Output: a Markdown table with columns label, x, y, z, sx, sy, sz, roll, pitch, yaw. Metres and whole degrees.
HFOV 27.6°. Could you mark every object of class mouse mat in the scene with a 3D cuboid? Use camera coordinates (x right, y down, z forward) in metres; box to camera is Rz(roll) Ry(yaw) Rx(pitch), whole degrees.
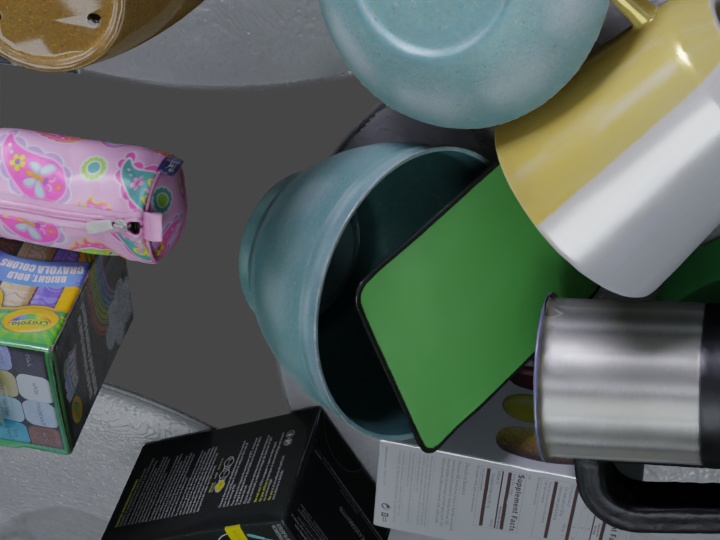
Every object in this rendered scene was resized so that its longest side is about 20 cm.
| label | x | y | z | sx | sy | sz | roll | pitch | yaw |
| --- | --- | --- | --- | --- | --- | --- | --- | --- | --- |
| mouse mat | 0.087 | 0.012 | 1.002 | 0.008 | 0.200 | 0.162 | 25 | 148 | 46 |

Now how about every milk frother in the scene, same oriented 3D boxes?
| label | x | y | z | sx | sy | sz | roll | pitch | yaw |
| --- | --- | --- | --- | --- | --- | --- | --- | --- | --- |
| milk frother | 0.206 | 0.113 | 0.954 | 0.186 | 0.200 | 0.182 | 0 | 100 | 18 |

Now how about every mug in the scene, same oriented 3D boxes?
| label | x | y | z | sx | sy | sz | roll | pitch | yaw |
| --- | --- | --- | --- | --- | --- | --- | --- | --- | --- |
| mug | 0.173 | -0.093 | 0.894 | 0.186 | 0.150 | 0.153 | 23 | 130 | -35 |

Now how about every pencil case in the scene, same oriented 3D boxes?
| label | x | y | z | sx | sy | sz | roll | pitch | yaw |
| --- | --- | --- | --- | --- | --- | --- | --- | --- | --- |
| pencil case | -0.228 | -0.057 | 1.095 | 0.198 | 0.088 | 0.088 | 10 | 134 | 11 |

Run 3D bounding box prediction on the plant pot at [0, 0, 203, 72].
| label | x | y | z | sx | sy | sz | roll | pitch | yaw |
| --- | --- | --- | --- | --- | --- | --- | --- | --- | --- |
| plant pot | -0.155 | -0.198 | 0.839 | 0.185 | 0.201 | 0.188 | 3 | 125 | 4 |

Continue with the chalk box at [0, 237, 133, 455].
| label | x | y | z | sx | sy | sz | roll | pitch | yaw |
| --- | --- | --- | --- | --- | --- | --- | --- | --- | --- |
| chalk box | -0.268 | 0.055 | 1.131 | 0.123 | 0.201 | 0.125 | 10 | 134 | 9 |

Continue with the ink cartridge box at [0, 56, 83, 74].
| label | x | y | z | sx | sy | sz | roll | pitch | yaw |
| --- | --- | --- | --- | --- | --- | --- | --- | --- | --- |
| ink cartridge box | -0.287 | -0.197 | 1.018 | 0.198 | 0.039 | 0.100 | 9 | 134 | 11 |

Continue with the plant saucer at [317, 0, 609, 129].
| label | x | y | z | sx | sy | sz | roll | pitch | yaw |
| --- | --- | --- | --- | --- | --- | --- | --- | --- | --- |
| plant saucer | 0.048 | -0.180 | 0.861 | 0.200 | 0.039 | 0.203 | 9 | 109 | 28 |

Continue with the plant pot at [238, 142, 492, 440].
| label | x | y | z | sx | sy | sz | roll | pitch | yaw |
| --- | --- | --- | --- | --- | --- | --- | --- | --- | --- |
| plant pot | 0.000 | 0.000 | 1.020 | 0.134 | 0.200 | 0.201 | 20 | 144 | 43 |

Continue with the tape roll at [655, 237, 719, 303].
| label | x | y | z | sx | sy | sz | roll | pitch | yaw |
| --- | --- | --- | --- | --- | --- | --- | --- | --- | --- |
| tape roll | 0.308 | 0.058 | 1.058 | 0.199 | 0.048 | 0.202 | 9 | 133 | 10 |

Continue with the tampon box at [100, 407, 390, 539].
| label | x | y | z | sx | sy | sz | roll | pitch | yaw |
| --- | --- | --- | --- | --- | --- | --- | --- | --- | --- |
| tampon box | -0.098 | 0.232 | 1.293 | 0.199 | 0.127 | 0.150 | -15 | 125 | 29 |

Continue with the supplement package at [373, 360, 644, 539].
| label | x | y | z | sx | sy | sz | roll | pitch | yaw |
| --- | --- | --- | --- | --- | --- | --- | --- | --- | --- |
| supplement package | 0.119 | 0.144 | 1.152 | 0.198 | 0.114 | 0.110 | 10 | 135 | 7 |
